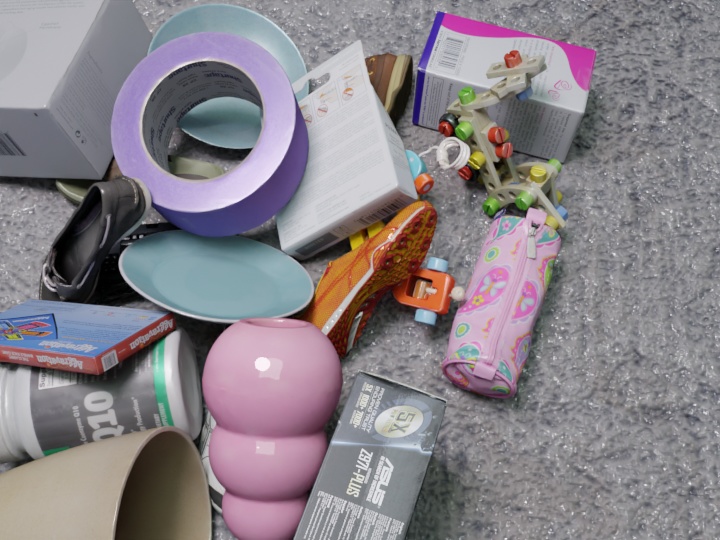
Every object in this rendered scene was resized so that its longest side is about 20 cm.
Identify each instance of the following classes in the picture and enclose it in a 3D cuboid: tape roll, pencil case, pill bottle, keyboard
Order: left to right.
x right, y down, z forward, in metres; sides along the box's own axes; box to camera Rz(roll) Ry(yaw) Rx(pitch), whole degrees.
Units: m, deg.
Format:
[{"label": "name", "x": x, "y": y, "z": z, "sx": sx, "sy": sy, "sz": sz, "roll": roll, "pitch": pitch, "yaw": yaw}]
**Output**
[{"label": "pill bottle", "x": -0.261, "y": 0.123, "z": 0.765, "sx": 0.197, "sy": 0.113, "sz": 0.114, "roll": -9, "pitch": 63, "yaw": -1}, {"label": "keyboard", "x": -0.234, "y": -0.015, "z": 0.881, "sx": 0.197, "sy": 0.040, "sz": 0.105, "roll": -7, "pitch": 62, "yaw": -4}, {"label": "tape roll", "x": -0.159, "y": -0.145, "z": 0.852, "sx": 0.197, "sy": 0.085, "sz": 0.203, "roll": -1, "pitch": 74, "yaw": 5}, {"label": "pencil case", "x": 0.152, "y": 0.033, "z": 0.842, "sx": 0.086, "sy": 0.088, "sz": 0.202, "roll": 21, "pitch": 65, "yaw": 9}]

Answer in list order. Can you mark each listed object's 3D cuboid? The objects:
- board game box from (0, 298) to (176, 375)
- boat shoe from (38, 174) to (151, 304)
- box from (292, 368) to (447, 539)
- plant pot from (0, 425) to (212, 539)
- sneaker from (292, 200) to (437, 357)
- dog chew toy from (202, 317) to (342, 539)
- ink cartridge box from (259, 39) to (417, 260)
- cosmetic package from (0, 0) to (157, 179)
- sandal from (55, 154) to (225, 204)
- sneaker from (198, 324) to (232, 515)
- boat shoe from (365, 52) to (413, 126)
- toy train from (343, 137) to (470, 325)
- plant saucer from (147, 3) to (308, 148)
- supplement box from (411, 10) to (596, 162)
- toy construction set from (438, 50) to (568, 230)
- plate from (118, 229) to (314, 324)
[{"label": "board game box", "x": -0.283, "y": 0.059, "z": 0.751, "sx": 0.198, "sy": 0.020, "sz": 0.103, "roll": 3, "pitch": 20, "yaw": 29}, {"label": "boat shoe", "x": -0.289, "y": -0.023, "z": 0.808, "sx": 0.200, "sy": 0.057, "sz": 0.067, "roll": -46, "pitch": 70, "yaw": 25}, {"label": "box", "x": 0.001, "y": 0.216, "z": 0.698, "sx": 0.085, "sy": 0.164, "sz": 0.202, "roll": 18, "pitch": 63, "yaw": 8}, {"label": "plant pot", "x": -0.256, "y": 0.236, "z": 0.687, "sx": 0.197, "sy": 0.188, "sz": 0.190, "roll": -5, "pitch": 62, "yaw": 11}, {"label": "sneaker", "x": 0.000, "y": 0.000, "z": 0.823, "sx": 0.200, "sy": 0.073, "sz": 0.077, "roll": -47, "pitch": 53, "yaw": 6}, {"label": "dog chew toy", "x": -0.079, "y": 0.146, "z": 0.700, "sx": 0.123, "sy": 0.125, "sz": 0.203, "roll": 3, "pitch": 94, "yaw": 0}, {"label": "ink cartridge box", "x": -0.032, "y": -0.135, "z": 0.894, "sx": 0.159, "sy": 0.047, "sz": 0.202, "roll": -27, "pitch": 60, "yaw": 27}, {"label": "cosmetic package", "x": -0.368, "y": -0.221, "z": 0.911, "sx": 0.196, "sy": 0.123, "sz": 0.202, "roll": 4, "pitch": 60, "yaw": 18}, {"label": "sandal", "x": -0.254, "y": -0.117, "z": 0.923, "sx": 0.198, "sy": 0.058, "sz": 0.081, "roll": 1, "pitch": 62, "yaw": -1}, {"label": "sneaker", "x": -0.124, "y": 0.137, "z": 0.779, "sx": 0.074, "sy": 0.088, "sz": 0.203, "roll": -1, "pitch": 64, "yaw": -4}, {"label": "boat shoe", "x": 0.010, "y": -0.187, "z": 0.964, "sx": 0.067, "sy": 0.072, "sz": 0.202, "roll": 12, "pitch": 57, "yaw": 11}, {"label": "toy train", "x": 0.061, "y": -0.043, "z": 0.873, "sx": 0.148, "sy": 0.056, "sz": 0.203, "roll": 6, "pitch": 80, "yaw": 27}, {"label": "plant saucer", "x": -0.163, "y": -0.233, "z": 0.979, "sx": 0.198, "sy": 0.039, "sz": 0.204, "roll": 7, "pitch": 68, "yaw": -16}, {"label": "supplement box", "x": 0.172, "y": -0.222, "z": 0.965, "sx": 0.197, "sy": 0.104, "sz": 0.102, "roll": 16, "pitch": 62, "yaw": 8}, {"label": "toy construction set", "x": 0.163, "y": -0.142, "z": 0.887, "sx": 0.092, "sy": 0.202, "sz": 0.130, "roll": -31, "pitch": 30, "yaw": -28}, {"label": "plate", "x": -0.145, "y": 0.011, "z": 0.811, "sx": 0.197, "sy": 0.026, "sz": 0.201, "roll": 11, "pitch": 24, "yaw": -5}]
